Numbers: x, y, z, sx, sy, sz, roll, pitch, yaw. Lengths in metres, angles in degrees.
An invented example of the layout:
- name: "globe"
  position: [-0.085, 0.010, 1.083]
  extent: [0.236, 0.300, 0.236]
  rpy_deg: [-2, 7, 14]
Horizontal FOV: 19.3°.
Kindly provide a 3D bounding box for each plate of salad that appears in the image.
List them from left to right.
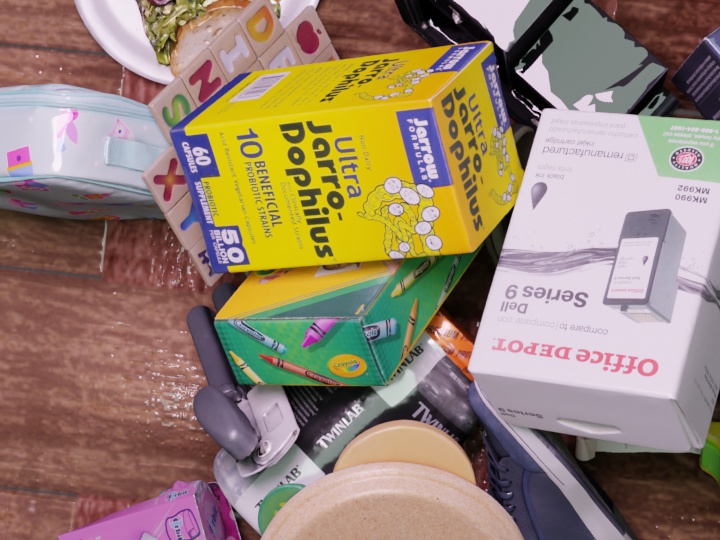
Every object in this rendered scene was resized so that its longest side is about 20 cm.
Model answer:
- name: "plate of salad"
  position: [-0.124, -0.237, 1.576]
  extent: [0.199, 0.048, 0.201]
  rpy_deg: [0, 88, 7]

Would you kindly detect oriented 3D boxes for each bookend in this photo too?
- name: "bookend"
  position: [0.124, -0.160, 1.468]
  extent: [0.200, 0.199, 0.092]
  rpy_deg: [42, 91, 5]

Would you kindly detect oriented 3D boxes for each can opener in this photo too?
- name: "can opener"
  position: [-0.092, 0.069, 1.491]
  extent: [0.053, 0.200, 0.067]
  rpy_deg: [-41, 125, 10]

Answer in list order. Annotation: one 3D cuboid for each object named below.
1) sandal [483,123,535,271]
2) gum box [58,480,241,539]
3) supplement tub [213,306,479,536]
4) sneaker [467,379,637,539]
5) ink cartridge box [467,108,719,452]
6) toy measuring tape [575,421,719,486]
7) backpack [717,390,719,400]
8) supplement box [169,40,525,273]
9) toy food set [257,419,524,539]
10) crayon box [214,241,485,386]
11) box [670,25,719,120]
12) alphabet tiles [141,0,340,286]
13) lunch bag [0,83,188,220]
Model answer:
- name: "sandal"
  position: [0.130, -0.008, 1.513]
  extent: [0.057, 0.080, 0.202]
  rpy_deg: [-2, 106, 29]
- name: "gum box"
  position: [-0.134, 0.259, 1.541]
  extent: [0.113, 0.066, 0.201]
  rpy_deg: [-18, 86, 17]
- name: "supplement tub"
  position: [0.001, 0.110, 1.512]
  extent: [0.123, 0.123, 0.200]
  rpy_deg: [44, 94, 6]
- name: "sneaker"
  position: [0.092, 0.171, 1.487]
  extent: [0.146, 0.077, 0.203]
  rpy_deg: [-32, 122, 8]
- name: "ink cartridge box"
  position: [0.171, 0.004, 1.383]
  extent: [0.145, 0.084, 0.201]
  rpy_deg: [6, 65, 26]
- name: "toy measuring tape"
  position: [0.253, 0.144, 1.505]
  extent: [0.199, 0.074, 0.074]
  rpy_deg: [2, 88, 4]
- name: "backpack"
  position: [0.254, 0.026, 1.479]
  extent: [0.199, 0.163, 0.154]
  rpy_deg: [8, 81, 14]
- name: "supplement box"
  position: [-0.007, -0.074, 1.408]
  extent: [0.199, 0.110, 0.109]
  rpy_deg: [-5, 113, 29]
- name: "toy food set"
  position: [0.018, 0.211, 1.447]
  extent: [0.198, 0.049, 0.200]
  rpy_deg: [-34, 110, 15]
- name: "crayon box"
  position: [0.000, 0.000, 1.467]
  extent: [0.118, 0.200, 0.058]
  rpy_deg: [-2, 123, 31]
- name: "box"
  position: [0.361, -0.128, 1.463]
  extent: [0.200, 0.123, 0.199]
  rpy_deg: [-38, 86, -7]
- name: "alphabet tiles"
  position: [-0.071, -0.090, 1.503]
  extent: [0.200, 0.006, 0.167]
  rpy_deg: [-49, 125, -32]
- name: "lunch bag"
  position: [-0.189, -0.082, 1.496]
  extent: [0.160, 0.200, 0.077]
  rpy_deg: [-3, 83, 38]
